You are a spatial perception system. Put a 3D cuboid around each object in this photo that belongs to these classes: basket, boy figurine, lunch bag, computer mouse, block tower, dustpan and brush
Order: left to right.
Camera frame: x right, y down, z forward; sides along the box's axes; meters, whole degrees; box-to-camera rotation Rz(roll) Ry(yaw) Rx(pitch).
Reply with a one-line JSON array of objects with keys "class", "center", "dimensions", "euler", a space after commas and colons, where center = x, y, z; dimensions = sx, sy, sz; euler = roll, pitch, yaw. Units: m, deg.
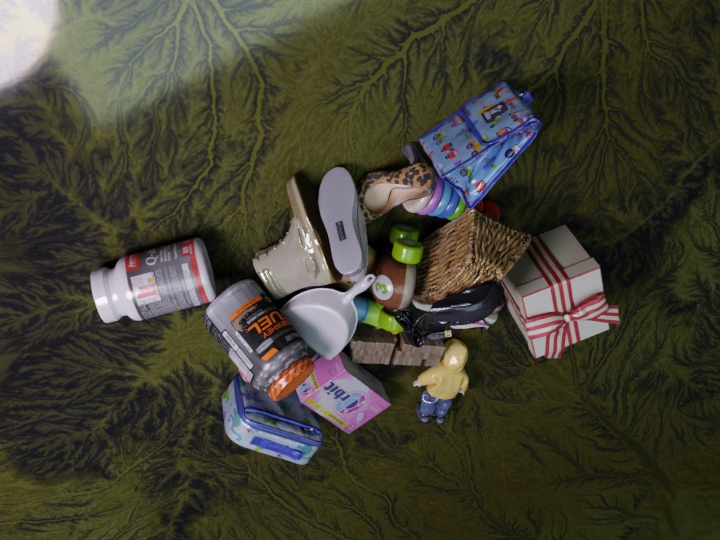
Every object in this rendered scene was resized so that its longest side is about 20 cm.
[{"class": "lunch bag", "center": [-0.173, 0.296, 1.693], "dimensions": [0.198, 0.161, 0.083], "euler": [24, 115, -26]}, {"class": "dustpan and brush", "center": [-0.042, 0.068, 1.534], "dimensions": [0.139, 0.058, 0.199], "euler": [40, 134, -15]}, {"class": "block tower", "center": [0.067, 0.155, 1.729], "dimensions": [0.197, 0.054, 0.058], "euler": [7, 120, -18]}, {"class": "boy figurine", "center": [0.173, 0.233, 1.802], "dimensions": [0.123, 0.065, 0.202], "euler": [6, 120, -18]}, {"class": "computer mouse", "center": [0.167, 0.092, 1.514], "dimensions": [0.197, 0.047, 0.141], "euler": [-17, 149, 4]}, {"class": "basket", "center": [0.203, 0.001, 1.564], "dimensions": [0.148, 0.145, 0.199], "euler": [22, 149, -26]}, {"class": "lunch bag", "center": [0.218, -0.229, 1.455], "dimensions": [0.199, 0.151, 0.094], "euler": [-40, 124, 13]}]

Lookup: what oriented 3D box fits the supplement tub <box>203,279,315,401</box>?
[{"class": "supplement tub", "center": [-0.178, 0.126, 1.516], "dimensions": [0.122, 0.200, 0.123], "euler": [-39, 167, -11]}]

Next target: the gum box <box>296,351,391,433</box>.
[{"class": "gum box", "center": [-0.033, 0.249, 1.735], "dimensions": [0.113, 0.067, 0.200], "euler": [-36, 137, 11]}]

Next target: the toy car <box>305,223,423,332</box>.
[{"class": "toy car", "center": [0.000, 0.000, 1.562], "dimensions": [0.197, 0.158, 0.167], "euler": [9, 111, -6]}]

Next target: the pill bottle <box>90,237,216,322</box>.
[{"class": "pill bottle", "center": [-0.361, 0.021, 1.489], "dimensions": [0.197, 0.116, 0.117], "euler": [-15, 125, -5]}]

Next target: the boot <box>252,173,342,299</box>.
[{"class": "boot", "center": [-0.129, -0.057, 1.518], "dimensions": [0.153, 0.072, 0.203], "euler": [-17, 96, 29]}]

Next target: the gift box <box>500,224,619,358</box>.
[{"class": "gift box", "center": [0.387, 0.053, 1.664], "dimensions": [0.183, 0.188, 0.201], "euler": [-25, 125, 3]}]

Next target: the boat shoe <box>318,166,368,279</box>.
[{"class": "boat shoe", "center": [-0.022, -0.081, 1.488], "dimensions": [0.071, 0.203, 0.066], "euler": [-19, 159, 13]}]

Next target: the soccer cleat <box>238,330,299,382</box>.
[{"class": "soccer cleat", "center": [-0.148, 0.138, 1.604], "dimensions": [0.199, 0.073, 0.068], "euler": [-36, 116, 9]}]

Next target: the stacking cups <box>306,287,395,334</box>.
[{"class": "stacking cups", "center": [-0.009, 0.068, 1.650], "dimensions": [0.198, 0.061, 0.061], "euler": [19, 116, -23]}]

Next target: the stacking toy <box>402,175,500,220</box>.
[{"class": "stacking toy", "center": [0.175, -0.125, 1.566], "dimensions": [0.198, 0.086, 0.086], "euler": [16, 118, -31]}]

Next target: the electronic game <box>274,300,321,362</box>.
[{"class": "electronic game", "center": [-0.140, 0.145, 1.675], "dimensions": [0.197, 0.042, 0.202], "euler": [-7, 124, -11]}]

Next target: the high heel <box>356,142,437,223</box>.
[{"class": "high heel", "center": [0.050, -0.121, 1.486], "dimensions": [0.071, 0.143, 0.200], "euler": [33, 110, -30]}]

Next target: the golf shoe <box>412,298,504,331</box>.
[{"class": "golf shoe", "center": [0.189, 0.082, 1.701], "dimensions": [0.197, 0.073, 0.093], "euler": [10, 121, -21]}]
